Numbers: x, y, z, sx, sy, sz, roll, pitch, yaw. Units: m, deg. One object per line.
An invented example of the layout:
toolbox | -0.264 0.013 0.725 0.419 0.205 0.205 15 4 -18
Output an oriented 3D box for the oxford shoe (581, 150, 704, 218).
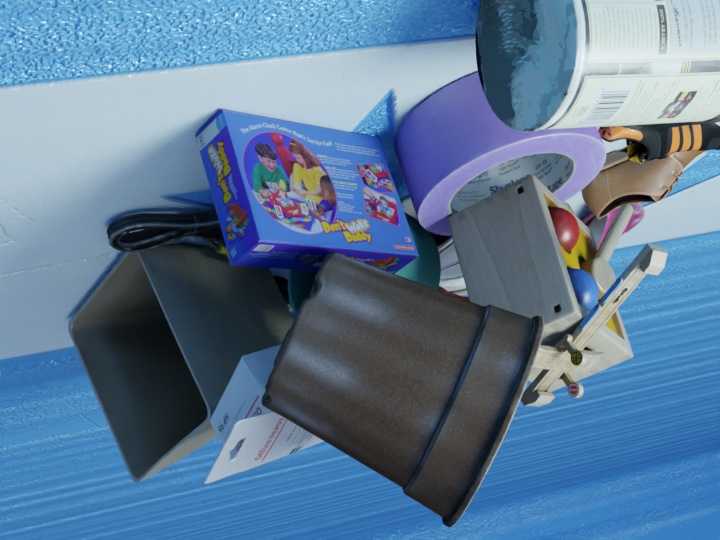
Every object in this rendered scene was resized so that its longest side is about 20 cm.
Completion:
oxford shoe | 0.350 -0.119 1.429 0.199 0.072 0.071 -27 155 18

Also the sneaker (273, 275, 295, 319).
sneaker | -0.080 0.067 1.510 0.077 0.076 0.200 -47 155 -2

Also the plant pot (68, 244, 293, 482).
plant pot | -0.178 0.086 1.373 0.176 0.201 0.200 -15 162 -41

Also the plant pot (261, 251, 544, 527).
plant pot | 0.030 0.092 1.086 0.197 0.201 0.201 24 153 1

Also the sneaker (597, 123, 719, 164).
sneaker | 0.316 -0.149 1.290 0.199 0.070 0.090 16 115 -46

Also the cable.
cable | -0.152 -0.037 1.258 0.199 0.051 0.097 -2 153 -37

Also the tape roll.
tape roll | 0.139 -0.118 1.244 0.198 0.086 0.200 -16 158 -7

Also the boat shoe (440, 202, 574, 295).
boat shoe | 0.164 -0.035 1.495 0.199 0.075 0.068 -25 153 -1

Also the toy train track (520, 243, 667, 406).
toy train track | 0.219 0.061 1.146 0.114 0.033 0.201 8 126 -43

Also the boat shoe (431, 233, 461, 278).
boat shoe | 0.068 -0.022 1.464 0.199 0.074 0.065 -25 127 32

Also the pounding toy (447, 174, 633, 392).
pounding toy | 0.207 0.004 1.265 0.142 0.185 0.200 -26 149 23

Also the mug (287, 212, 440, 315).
mug | 0.008 -0.004 1.329 0.114 0.186 0.152 23 117 -36

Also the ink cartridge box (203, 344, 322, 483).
ink cartridge box | -0.069 0.125 1.208 0.199 0.068 0.116 -15 149 -37

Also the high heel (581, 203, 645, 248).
high heel | 0.277 -0.021 1.598 0.200 0.068 0.096 -40 160 34

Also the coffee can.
coffee can | 0.218 -0.194 1.036 0.199 0.147 0.146 -6 156 -27

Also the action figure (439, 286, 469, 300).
action figure | 0.028 0.025 1.443 0.199 0.052 0.066 21 143 8

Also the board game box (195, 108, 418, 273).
board game box | -0.047 -0.068 1.150 0.199 0.135 0.045 5 150 -44
